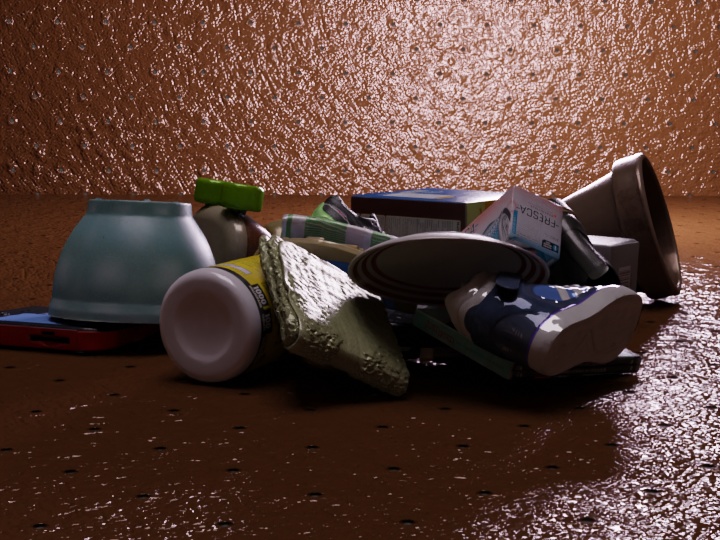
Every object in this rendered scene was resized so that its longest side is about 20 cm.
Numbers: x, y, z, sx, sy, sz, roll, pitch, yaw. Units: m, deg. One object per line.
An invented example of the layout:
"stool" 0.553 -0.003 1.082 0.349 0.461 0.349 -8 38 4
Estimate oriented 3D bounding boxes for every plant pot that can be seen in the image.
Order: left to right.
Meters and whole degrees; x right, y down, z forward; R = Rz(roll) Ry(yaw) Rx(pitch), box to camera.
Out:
"plant pot" -0.254 -0.014 1.518 0.197 0.136 0.200 3 2 0
"plant pot" 0.335 -0.042 1.836 0.173 0.203 0.200 -16 2 19

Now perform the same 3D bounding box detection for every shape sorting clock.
"shape sorting clock" -0.029 0.014 1.523 0.197 0.040 0.200 13 -22 5

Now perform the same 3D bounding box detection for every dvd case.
"dvd case" 0.169 0.071 1.345 0.198 0.022 0.145 3 18 -41

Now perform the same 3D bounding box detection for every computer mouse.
"computer mouse" 0.061 0.082 1.380 0.197 0.047 0.140 9 12 10

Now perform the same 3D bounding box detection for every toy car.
"toy car" -0.114 -0.021 1.708 0.198 0.167 0.157 7 4 -31

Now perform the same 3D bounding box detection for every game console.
"game console" -0.338 0.061 1.530 0.197 0.032 0.177 4 9 19

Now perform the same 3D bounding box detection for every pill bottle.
"pill bottle" -0.111 0.043 1.373 0.111 0.114 0.200 4 9 24

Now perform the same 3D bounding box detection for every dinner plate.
"dinner plate" 0.086 -0.004 1.303 0.197 0.025 0.200 3 -19 1

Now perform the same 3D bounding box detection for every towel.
"towel" -0.028 0.043 1.296 0.147 0.037 0.201 27 19 -26
"towel" 0.000 0.000 1.545 0.197 0.024 0.153 16 -33 4

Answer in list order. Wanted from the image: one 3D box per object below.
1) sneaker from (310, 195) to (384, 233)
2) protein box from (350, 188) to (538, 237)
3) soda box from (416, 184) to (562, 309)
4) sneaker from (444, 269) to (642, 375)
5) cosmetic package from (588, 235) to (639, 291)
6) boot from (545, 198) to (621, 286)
"sneaker" 0.019 -0.024 1.694 0.076 0.084 0.200 -21 -53 41
"protein box" 0.121 -0.042 1.898 0.198 0.137 0.197 6 10 37
"soda box" 0.133 -0.008 1.400 0.063 0.069 0.200 20 -33 -18
"sneaker" 0.170 0.033 1.280 0.146 0.082 0.199 28 25 33
"cosmetic package" 0.239 0.008 1.664 0.198 0.108 0.090 9 12 36
"boot" 0.246 0.035 1.413 0.077 0.201 0.139 -34 37 2
